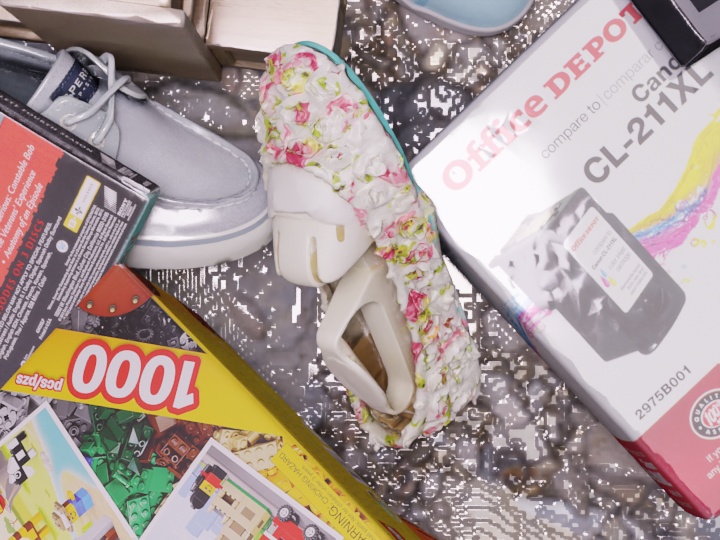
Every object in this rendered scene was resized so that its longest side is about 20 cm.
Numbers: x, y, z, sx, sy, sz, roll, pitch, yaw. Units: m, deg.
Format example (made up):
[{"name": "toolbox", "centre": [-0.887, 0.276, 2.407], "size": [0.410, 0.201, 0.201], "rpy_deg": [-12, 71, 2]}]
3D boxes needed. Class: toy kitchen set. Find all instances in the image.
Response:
[{"name": "toy kitchen set", "centre": [-0.100, -0.183, 0.755], "size": [0.199, 0.163, 0.182], "rpy_deg": [8, 90, 1]}]

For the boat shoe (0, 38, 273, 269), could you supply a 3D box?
[{"name": "boat shoe", "centre": [-0.128, -0.058, 0.754], "size": [0.200, 0.072, 0.070], "rpy_deg": [15, 50, 2]}]

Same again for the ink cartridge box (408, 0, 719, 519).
[{"name": "ink cartridge box", "centre": [0.129, -0.015, 0.791], "size": [0.146, 0.083, 0.200], "rpy_deg": [-44, 89, 1]}]

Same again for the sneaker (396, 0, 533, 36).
[{"name": "sneaker", "centre": [0.008, -0.176, 0.777], "size": [0.074, 0.082, 0.200], "rpy_deg": [-43, 107, 5]}]

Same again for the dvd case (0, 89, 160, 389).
[{"name": "dvd case", "centre": [-0.197, -0.025, 0.737], "size": [0.199, 0.022, 0.146], "rpy_deg": [30, 112, 2]}]

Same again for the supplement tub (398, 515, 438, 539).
[{"name": "supplement tub", "centre": [-0.037, 0.195, 0.774], "size": [0.122, 0.123, 0.201], "rpy_deg": [28, 91, 1]}]

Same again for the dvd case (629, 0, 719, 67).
[{"name": "dvd case", "centre": [0.128, -0.199, 0.776], "size": [0.150, 0.025, 0.200], "rpy_deg": [-33, 83, -33]}]

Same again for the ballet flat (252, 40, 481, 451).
[{"name": "ballet flat", "centre": [0.000, 0.000, 0.754], "size": [0.064, 0.075, 0.201], "rpy_deg": [-49, 130, -29]}]

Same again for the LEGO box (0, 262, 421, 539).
[{"name": "LEGO box", "centre": [-0.067, 0.121, 0.693], "size": [0.149, 0.077, 0.200], "rpy_deg": [-48, 63, 0]}]
